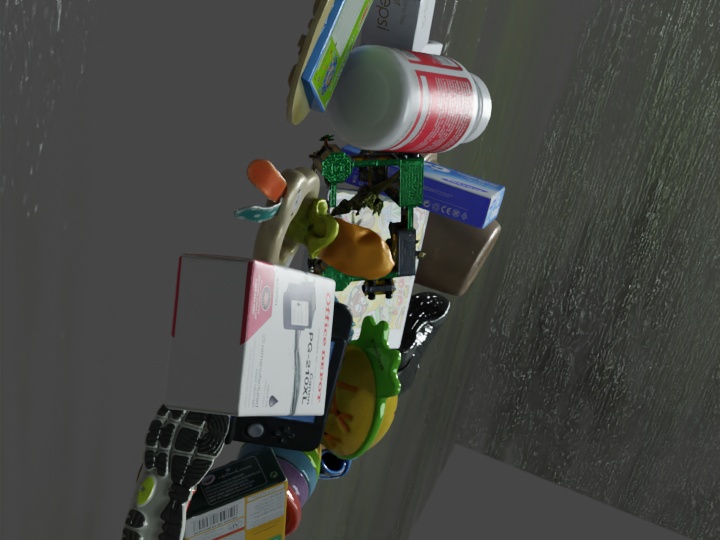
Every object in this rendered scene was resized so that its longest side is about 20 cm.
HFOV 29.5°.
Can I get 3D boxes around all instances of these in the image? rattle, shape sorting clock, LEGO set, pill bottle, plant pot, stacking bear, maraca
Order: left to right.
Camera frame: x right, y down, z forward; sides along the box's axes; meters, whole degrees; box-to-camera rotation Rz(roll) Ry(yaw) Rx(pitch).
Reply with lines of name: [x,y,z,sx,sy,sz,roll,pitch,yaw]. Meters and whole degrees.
stacking bear: [-0.101,0.229,1.729,0.200,0.113,0.122,-67,-177,-49]
rattle: [-0.047,-0.042,1.445,0.130,0.143,0.200,-46,168,-15]
shape sorting clock: [-0.034,-0.243,1.385,0.200,0.039,0.201,23,90,-82]
maraca: [-0.003,0.145,1.671,0.106,0.138,0.200,0,139,-32]
LEGO set: [0.000,-0.076,1.621,0.116,0.153,0.201,-129,-151,-65]
pill bottle: [0.061,-0.188,1.534,0.200,0.112,0.113,-3,115,-54]
plant pot: [0.092,-0.056,1.877,0.201,0.174,0.200,-58,172,-12]

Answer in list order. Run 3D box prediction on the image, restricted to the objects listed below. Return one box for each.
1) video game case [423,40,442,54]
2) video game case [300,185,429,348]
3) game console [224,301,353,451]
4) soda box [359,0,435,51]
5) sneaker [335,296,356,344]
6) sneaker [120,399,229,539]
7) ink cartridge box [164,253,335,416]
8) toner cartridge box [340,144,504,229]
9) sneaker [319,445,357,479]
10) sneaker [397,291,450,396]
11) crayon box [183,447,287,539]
video game case: [0.057,-0.218,1.885,0.182,0.023,0.201,-30,140,-72]
video game case: [0.000,0.000,1.714,0.181,0.023,0.201,4,102,-43]
game console: [-0.107,0.134,1.505,0.119,0.170,0.201,-96,-161,-61]
soda box: [0.051,-0.335,1.546,0.201,0.068,0.064,99,17,-44]
sneaker: [-0.066,0.110,1.634,0.130,0.079,0.201,-18,135,-36]
sneaker: [-0.195,0.204,1.388,0.201,0.077,0.085,-67,-172,-9]
ink cartridge box: [-0.102,0.067,1.337,0.200,0.084,0.146,15,80,-68]
toner cartridge box: [0.075,-0.110,1.713,0.095,0.199,0.043,-37,145,-69]
sneaker: [-0.064,0.253,1.861,0.074,0.083,0.200,-3,152,-33]
sneaker: [0.058,0.115,1.890,0.200,0.060,0.105,-45,154,-51]
crayon box: [-0.152,0.294,1.572,0.125,0.052,0.201,-19,144,-19]
